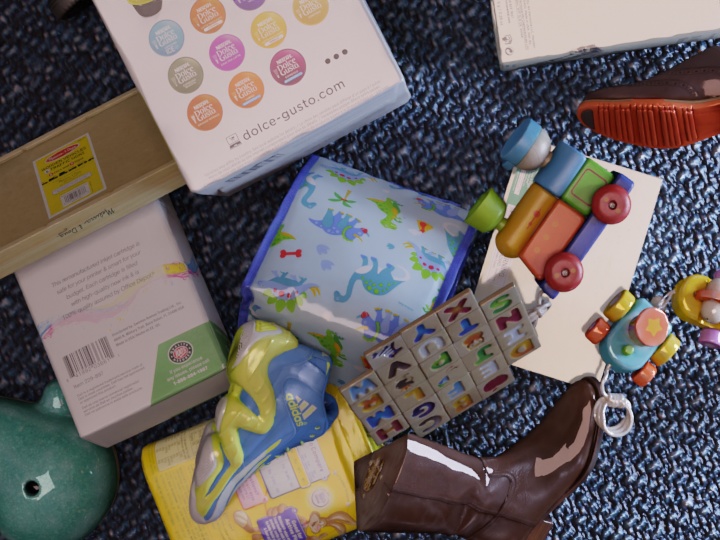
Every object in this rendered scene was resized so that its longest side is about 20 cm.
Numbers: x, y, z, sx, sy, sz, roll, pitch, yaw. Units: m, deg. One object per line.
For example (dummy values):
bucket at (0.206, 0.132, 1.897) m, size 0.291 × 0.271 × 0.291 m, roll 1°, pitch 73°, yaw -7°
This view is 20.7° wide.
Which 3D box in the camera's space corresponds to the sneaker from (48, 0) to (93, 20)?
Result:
sneaker at (-0.232, -0.328, 1.762) m, size 0.104 × 0.060 × 0.200 m, roll 44°, pitch 89°, yaw 0°

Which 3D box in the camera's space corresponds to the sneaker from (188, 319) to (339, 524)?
sneaker at (-0.079, 0.141, 1.662) m, size 0.104 × 0.076 × 0.201 m, roll 16°, pitch 119°, yaw -7°

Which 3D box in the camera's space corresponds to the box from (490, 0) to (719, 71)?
box at (0.215, -0.224, 1.720) m, size 0.199 × 0.082 × 0.069 m, roll -8°, pitch 91°, yaw 6°

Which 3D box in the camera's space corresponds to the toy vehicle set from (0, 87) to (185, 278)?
toy vehicle set at (-0.251, -0.079, 1.717) m, size 0.199 × 0.125 × 0.027 m, roll -27°, pitch 133°, yaw 3°

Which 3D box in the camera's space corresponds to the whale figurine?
whale figurine at (-0.312, 0.165, 1.760) m, size 0.200 × 0.104 × 0.159 m, roll 38°, pitch 95°, yaw 0°

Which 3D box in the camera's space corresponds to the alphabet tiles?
alphabet tiles at (0.069, 0.080, 1.635) m, size 0.166 × 0.200 × 0.006 m, roll -32°, pitch 62°, yaw 0°

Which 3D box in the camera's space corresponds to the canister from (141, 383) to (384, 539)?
canister at (-0.079, 0.184, 1.754) m, size 0.199 × 0.087 × 0.149 m, roll -22°, pitch 90°, yaw 6°

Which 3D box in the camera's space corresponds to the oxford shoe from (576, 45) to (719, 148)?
oxford shoe at (0.290, -0.156, 1.733) m, size 0.199 × 0.071 × 0.073 m, roll -1°, pitch 64°, yaw 7°

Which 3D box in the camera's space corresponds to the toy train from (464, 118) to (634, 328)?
toy train at (0.137, -0.023, 1.699) m, size 0.115 × 0.085 × 0.200 m, roll 35°, pitch 94°, yaw -5°

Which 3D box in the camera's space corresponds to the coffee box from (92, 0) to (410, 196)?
coffee box at (-0.089, -0.195, 1.683) m, size 0.199 × 0.200 × 0.199 m, roll -27°, pitch 89°, yaw 4°

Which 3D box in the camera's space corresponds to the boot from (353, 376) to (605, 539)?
boot at (0.100, 0.157, 1.696) m, size 0.199 × 0.064 × 0.187 m, roll 17°, pitch 102°, yaw -30°

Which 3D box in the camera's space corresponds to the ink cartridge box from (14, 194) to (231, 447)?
ink cartridge box at (-0.208, 0.034, 1.735) m, size 0.145 × 0.088 × 0.201 m, roll -26°, pitch 76°, yaw 4°

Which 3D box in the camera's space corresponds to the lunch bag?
lunch bag at (0.000, 0.000, 1.714) m, size 0.169 × 0.128 × 0.201 m, roll 21°, pitch 55°, yaw 3°

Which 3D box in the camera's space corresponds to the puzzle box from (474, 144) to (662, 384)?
puzzle box at (0.179, -0.006, 1.757) m, size 0.132 × 0.025 × 0.201 m, roll 18°, pitch 93°, yaw 4°

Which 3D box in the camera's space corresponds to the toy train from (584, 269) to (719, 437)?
toy train at (0.296, 0.075, 1.710) m, size 0.199 × 0.056 × 0.151 m, roll -7°, pitch 81°, yaw -17°
